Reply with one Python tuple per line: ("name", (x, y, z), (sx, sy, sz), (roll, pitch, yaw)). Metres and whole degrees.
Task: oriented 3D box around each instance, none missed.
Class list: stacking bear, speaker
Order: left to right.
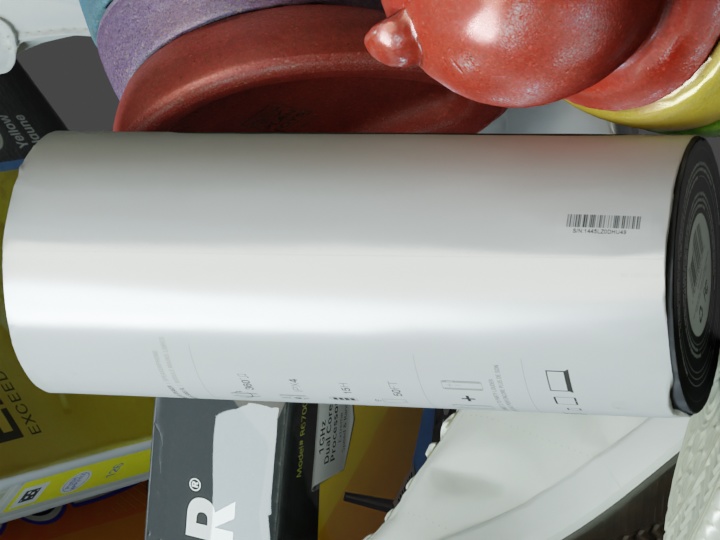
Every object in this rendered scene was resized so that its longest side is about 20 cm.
("stacking bear", (-0.042, -0.129, 0.974), (0.121, 0.114, 0.200), (-32, 60, 38))
("speaker", (0.000, 0.000, 0.857), (0.199, 0.081, 0.081), (1, 99, 18))
("stacking bear", (0.082, -0.091, 0.834), (0.121, 0.200, 0.114), (-25, 81, 40))

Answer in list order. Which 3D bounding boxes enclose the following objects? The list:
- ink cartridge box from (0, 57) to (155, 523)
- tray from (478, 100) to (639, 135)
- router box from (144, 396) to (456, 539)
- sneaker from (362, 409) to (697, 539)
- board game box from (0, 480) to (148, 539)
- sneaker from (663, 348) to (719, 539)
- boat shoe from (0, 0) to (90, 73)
("ink cartridge box", (-0.160, 0.002, 1.057), (0.198, 0.200, 0.047), (54, 126, 19))
("tray", (0.051, -0.095, 0.961), (0.107, 0.022, 0.201), (-12, 90, 63))
("router box", (-0.020, 0.110, 0.989), (0.051, 0.149, 0.201), (11, 106, 22))
("sneaker", (0.041, 0.076, 0.922), (0.200, 0.073, 0.085), (-33, 47, -4))
("board game box", (-0.209, 0.102, 1.117), (0.200, 0.200, 0.200), (54, 127, 19))
("sneaker", (0.168, 0.023, 0.836), (0.111, 0.077, 0.200), (22, 101, -8))
("boat shoe", (-0.155, -0.090, 1.058), (0.074, 0.199, 0.067), (-163, 80, -81))
